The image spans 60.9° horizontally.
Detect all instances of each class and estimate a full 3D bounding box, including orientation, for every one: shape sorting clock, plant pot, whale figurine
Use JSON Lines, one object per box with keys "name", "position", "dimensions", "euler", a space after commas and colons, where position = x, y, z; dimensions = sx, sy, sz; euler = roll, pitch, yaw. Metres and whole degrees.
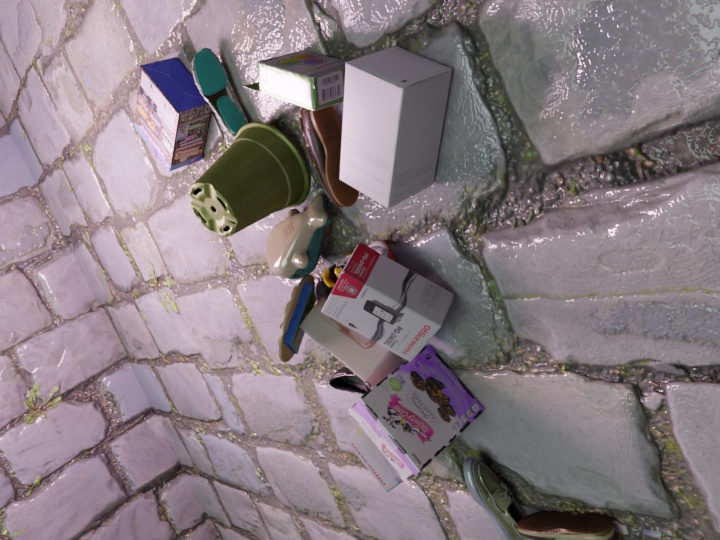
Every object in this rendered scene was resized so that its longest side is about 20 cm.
{"name": "shape sorting clock", "position": [-0.141, 0.104, 1.349], "dimensions": [0.039, 0.200, 0.200], "euler": [17, 133, 5]}
{"name": "plant pot", "position": [-0.237, -0.167, 1.237], "dimensions": [0.200, 0.190, 0.200], "euler": [23, 137, 23]}
{"name": "whale figurine", "position": [-0.114, -0.066, 1.286], "dimensions": [0.200, 0.104, 0.159], "euler": [-46, 43, 32]}

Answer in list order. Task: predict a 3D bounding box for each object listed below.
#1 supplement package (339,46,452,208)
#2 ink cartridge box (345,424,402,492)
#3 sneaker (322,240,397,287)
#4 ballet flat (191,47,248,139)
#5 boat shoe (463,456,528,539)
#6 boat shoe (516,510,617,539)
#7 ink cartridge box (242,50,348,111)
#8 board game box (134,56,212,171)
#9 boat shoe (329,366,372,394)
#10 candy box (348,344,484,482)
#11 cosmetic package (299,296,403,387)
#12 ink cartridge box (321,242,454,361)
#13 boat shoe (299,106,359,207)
{"name": "supplement package", "position": [0.050, -0.222, 0.951], "dimensions": [0.117, 0.117, 0.200], "euler": [35, 138, 31]}
{"name": "ink cartridge box", "position": [0.089, 0.337, 1.272], "dimensions": [0.145, 0.145, 0.200], "euler": [49, 142, 13]}
{"name": "sneaker", "position": [0.000, 0.000, 1.195], "dimensions": [0.200, 0.082, 0.078], "euler": [-20, 98, 53]}
{"name": "ballet flat", "position": [-0.305, -0.372, 1.315], "dimensions": [0.072, 0.072, 0.200], "euler": [-11, 105, 52]}
{"name": "boat shoe", "position": [0.274, 0.449, 1.210], "dimensions": [0.062, 0.072, 0.200], "euler": [-26, 102, 37]}
{"name": "boat shoe", "position": [0.369, 0.479, 1.101], "dimensions": [0.200, 0.073, 0.065], "euler": [-25, 90, 54]}
{"name": "ink cartridge box", "position": [-0.109, -0.340, 1.069], "dimensions": [0.200, 0.104, 0.059], "euler": [28, 133, 37]}
{"name": "board game box", "position": [-0.447, -0.369, 1.455], "dimensions": [0.160, 0.097, 0.200], "euler": [51, 143, 12]}
{"name": "boat shoe", "position": [0.006, 0.260, 1.391], "dimensions": [0.200, 0.057, 0.067], "euler": [0, 114, 50]}
{"name": "candy box", "position": [0.107, 0.264, 1.153], "dimensions": [0.168, 0.200, 0.072], "euler": [49, 143, 13]}
{"name": "cosmetic package", "position": [-0.019, 0.152, 1.290], "dimensions": [0.200, 0.087, 0.103], "euler": [36, 175, 28]}
{"name": "ink cartridge box", "position": [0.048, 0.061, 1.117], "dimensions": [0.200, 0.083, 0.145], "euler": [29, 141, 0]}
{"name": "boat shoe", "position": [-0.059, -0.214, 1.132], "dimensions": [0.070, 0.070, 0.200], "euler": [-1, 106, 55]}
